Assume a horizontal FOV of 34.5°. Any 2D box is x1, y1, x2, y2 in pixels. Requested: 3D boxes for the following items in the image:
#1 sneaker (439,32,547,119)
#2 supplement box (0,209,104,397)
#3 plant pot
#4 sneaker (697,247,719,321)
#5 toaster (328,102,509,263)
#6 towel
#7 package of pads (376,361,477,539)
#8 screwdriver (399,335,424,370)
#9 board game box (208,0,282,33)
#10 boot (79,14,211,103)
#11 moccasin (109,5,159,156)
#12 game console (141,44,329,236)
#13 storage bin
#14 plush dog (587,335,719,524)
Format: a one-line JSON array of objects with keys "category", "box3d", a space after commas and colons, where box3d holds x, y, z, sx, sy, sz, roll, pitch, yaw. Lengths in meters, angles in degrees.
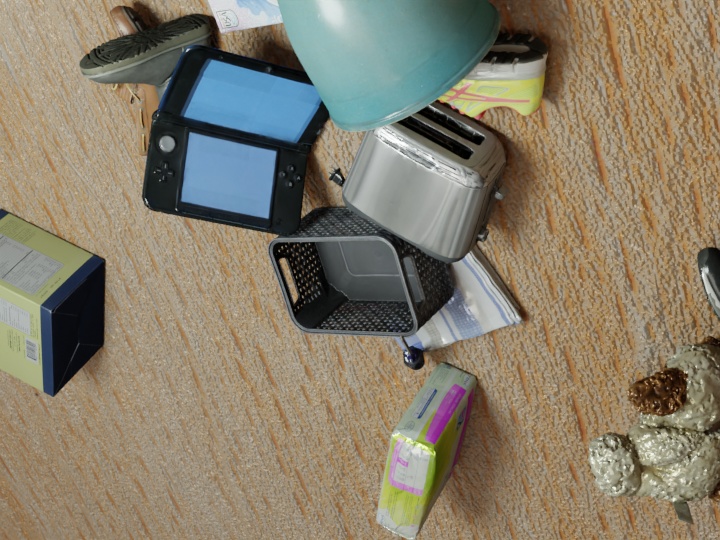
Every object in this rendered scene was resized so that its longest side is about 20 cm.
[{"category": "sneaker", "box3d": [0.104, -0.200, 1.239, 0.199, 0.078, 0.090, 10, 136, 28]}, {"category": "supplement box", "box3d": [-0.516, 0.050, 1.789, 0.199, 0.134, 0.200, 25, 134, 13]}, {"category": "plant pot", "box3d": [0.005, -0.273, 1.133, 0.200, 0.200, 0.188, -12, 127, 38]}, {"category": "sneaker", "box3d": [0.438, 0.042, 1.239, 0.087, 0.076, 0.200, -30, 110, 28]}, {"category": "toaster", "box3d": [0.068, -0.112, 1.309, 0.200, 0.114, 0.129, 30, 131, 11]}, {"category": "towel", "box3d": [0.094, 0.034, 1.470, 0.200, 0.024, 0.147, -22, 110, 42]}, {"category": "package of pads", "box3d": [0.087, 0.246, 1.550, 0.068, 0.155, 0.200, 22, 134, 16]}, {"category": "screwdriver", "box3d": [0.058, 0.095, 1.431, 0.029, 0.028, 0.200, 53, 179, 20]}, {"category": "board game box", "box3d": [-0.103, -0.368, 1.256, 0.199, 0.043, 0.200, -1, 124, 34]}, {"category": "boot", "box3d": [-0.232, -0.191, 1.405, 0.073, 0.181, 0.200, 44, 148, 47]}, {"category": "moccasin", "box3d": [-0.281, -0.234, 1.451, 0.077, 0.074, 0.202, -13, 132, -4]}, {"category": "game console", "box3d": [-0.135, -0.145, 1.345, 0.199, 0.171, 0.118, 10, 169, -25]}, {"category": "storage bin", "box3d": [0.000, 0.000, 1.434, 0.200, 0.094, 0.136, 0, 118, 38]}, {"category": "plush dog", "box3d": [0.363, 0.162, 1.280, 0.160, 0.200, 0.172, 22, 122, 36]}]
